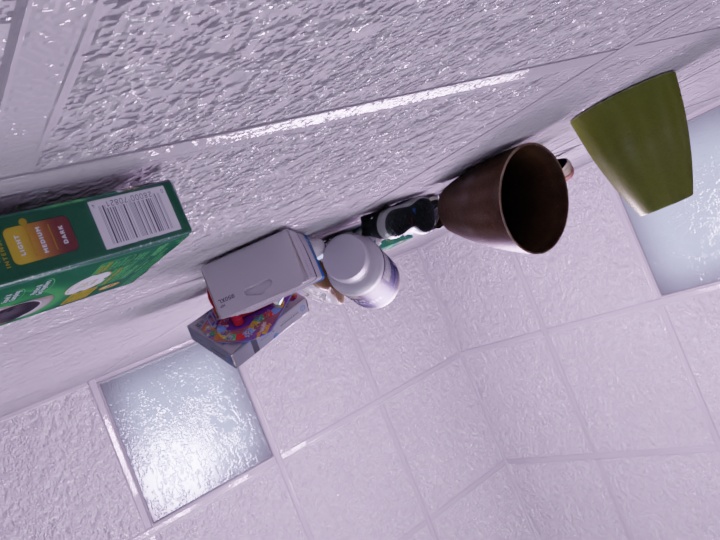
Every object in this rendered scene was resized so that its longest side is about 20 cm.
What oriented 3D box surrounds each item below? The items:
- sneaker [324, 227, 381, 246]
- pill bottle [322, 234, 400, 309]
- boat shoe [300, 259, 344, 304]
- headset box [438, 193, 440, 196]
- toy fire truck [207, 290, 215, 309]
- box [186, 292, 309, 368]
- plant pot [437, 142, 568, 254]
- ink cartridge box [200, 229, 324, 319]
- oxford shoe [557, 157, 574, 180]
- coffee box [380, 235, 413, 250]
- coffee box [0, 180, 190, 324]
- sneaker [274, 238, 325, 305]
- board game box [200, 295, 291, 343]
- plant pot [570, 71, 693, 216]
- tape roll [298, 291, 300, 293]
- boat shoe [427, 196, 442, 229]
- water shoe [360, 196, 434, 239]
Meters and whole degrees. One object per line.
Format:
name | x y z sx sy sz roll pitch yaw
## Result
sneaker | -0.001 -0.043 1.464 0.198 0.086 0.077 -22 178 -43
pill bottle | 0.000 0.000 1.298 0.110 0.113 0.200 -23 160 11
boat shoe | -0.083 0.023 1.339 0.068 0.072 0.200 -7 163 16
headset box | 0.272 -0.168 1.464 0.199 0.078 0.148 -24 177 43
toy fire truck | -0.188 0.016 1.356 0.197 0.049 0.141 -21 -178 6
box | -0.227 0.097 1.414 0.155 0.042 0.199 22 -131 38
plant pot | 0.240 -0.122 1.264 0.185 0.190 0.199 -22 -168 -35
ink cartridge box | -0.144 0.005 1.080 0.143 0.085 0.200 -24 179 3
oxford shoe | 0.476 -0.259 1.895 0.197 0.071 0.075 -23 152 16
coffee box | 0.041 -0.068 1.879 0.122 0.045 0.199 -25 178 36
coffee box | -0.221 0.000 0.447 0.198 0.045 0.122 -23 178 -41
sneaker | -0.145 0.013 1.223 0.197 0.090 0.075 -24 177 -6
board game box | -0.228 0.063 1.390 0.155 0.039 0.201 2 -142 20
plant pot | 0.489 -0.205 1.203 0.185 0.203 0.187 -23 178 -1
tape roll | -0.187 0.035 1.656 0.197 0.067 0.200 -23 178 -1
boat shoe | 0.141 -0.117 1.475 0.071 0.069 0.200 -22 177 19
water shoe | 0.072 -0.101 1.314 0.078 0.073 0.199 1 -172 33
